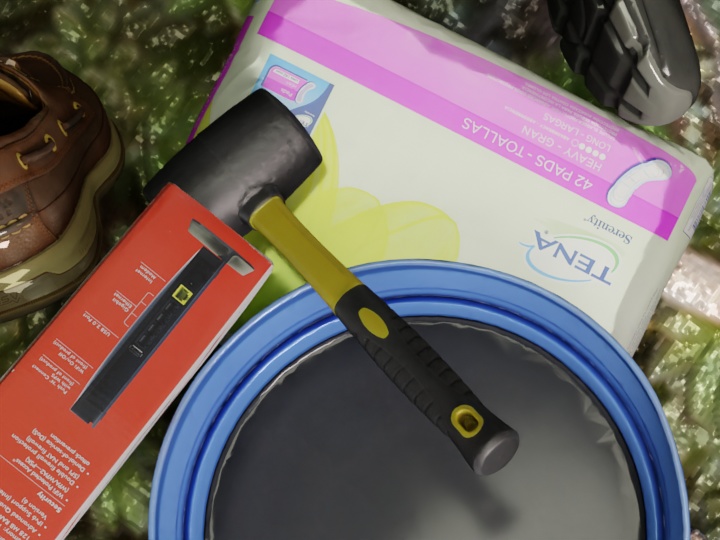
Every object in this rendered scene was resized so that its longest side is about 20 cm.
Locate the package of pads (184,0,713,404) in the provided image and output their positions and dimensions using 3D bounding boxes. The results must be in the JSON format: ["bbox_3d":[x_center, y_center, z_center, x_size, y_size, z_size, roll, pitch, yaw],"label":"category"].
[{"bbox_3d":[0.023,-0.015,0.979,0.200,0.068,0.155,26,88,2],"label":"package of pads"}]

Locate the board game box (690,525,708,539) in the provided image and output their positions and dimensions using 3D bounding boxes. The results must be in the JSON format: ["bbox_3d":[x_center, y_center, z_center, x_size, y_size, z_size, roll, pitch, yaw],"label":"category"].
[{"bbox_3d":[0.084,0.216,0.956,0.200,0.097,0.160,-31,88,-1],"label":"board game box"}]

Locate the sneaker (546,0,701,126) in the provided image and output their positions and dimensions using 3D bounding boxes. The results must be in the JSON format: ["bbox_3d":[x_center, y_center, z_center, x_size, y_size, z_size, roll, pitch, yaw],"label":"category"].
[{"bbox_3d":[0.104,-0.151,0.964,0.079,0.075,0.200,-11,67,-15],"label":"sneaker"}]

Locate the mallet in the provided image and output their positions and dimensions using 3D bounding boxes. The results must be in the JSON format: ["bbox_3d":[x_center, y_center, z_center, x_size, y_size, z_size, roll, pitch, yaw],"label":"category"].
[{"bbox_3d":[0.000,0.000,0.879,0.066,0.041,0.200,-47,51,-8],"label":"mallet"}]

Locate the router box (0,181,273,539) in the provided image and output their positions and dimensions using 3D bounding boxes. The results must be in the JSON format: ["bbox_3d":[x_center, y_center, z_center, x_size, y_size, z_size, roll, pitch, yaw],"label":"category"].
[{"bbox_3d":[-0.126,0.082,0.879,0.049,0.200,0.180,38,56,-1],"label":"router box"}]

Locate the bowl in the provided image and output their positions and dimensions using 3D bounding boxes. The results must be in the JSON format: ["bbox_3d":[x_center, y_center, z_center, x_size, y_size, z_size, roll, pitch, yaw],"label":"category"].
[{"bbox_3d":[0.022,0.097,0.904,0.200,0.039,0.201,-1,78,6],"label":"bowl"}]

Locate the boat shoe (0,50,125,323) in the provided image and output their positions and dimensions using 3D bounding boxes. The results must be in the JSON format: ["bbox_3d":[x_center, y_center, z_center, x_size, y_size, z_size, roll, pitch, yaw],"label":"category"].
[{"bbox_3d":[-0.133,-0.049,0.916,0.072,0.200,0.068,-20,113,3],"label":"boat shoe"}]
